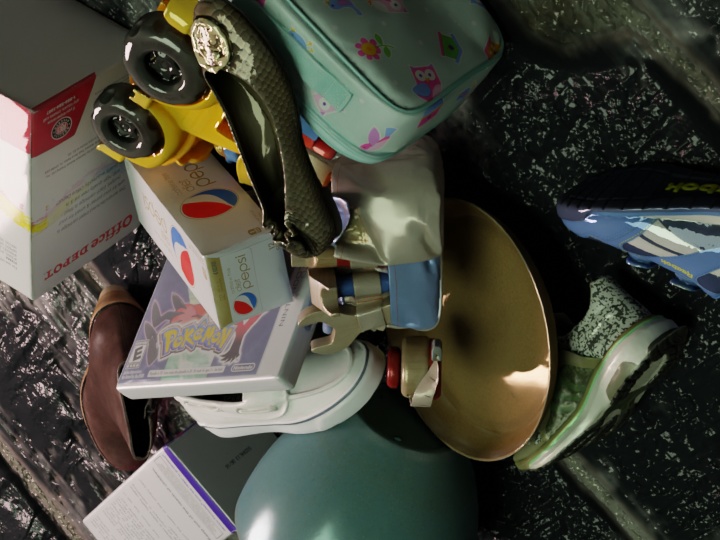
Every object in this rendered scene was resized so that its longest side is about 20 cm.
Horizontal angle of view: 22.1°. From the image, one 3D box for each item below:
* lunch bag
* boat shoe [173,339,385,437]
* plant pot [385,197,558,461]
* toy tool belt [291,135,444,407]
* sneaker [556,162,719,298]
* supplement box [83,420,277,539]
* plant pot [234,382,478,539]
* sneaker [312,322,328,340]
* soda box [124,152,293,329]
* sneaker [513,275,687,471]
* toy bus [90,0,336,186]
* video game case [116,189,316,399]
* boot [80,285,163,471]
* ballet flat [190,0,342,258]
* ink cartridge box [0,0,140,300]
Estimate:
[{"bbox_3d":[-0.013,-0.176,1.265,0.200,0.160,0.077,45,138,5],"label":"lunch bag"},{"bbox_3d":[-0.070,0.089,1.450,0.199,0.074,0.065,-19,138,37],"label":"boat shoe"},{"bbox_3d":[0.086,0.043,1.389,0.200,0.027,0.202,22,117,51],"label":"plant pot"},{"bbox_3d":[0.000,0.000,1.356,0.122,0.125,0.201,0,111,2],"label":"toy tool belt"},{"bbox_3d":[0.220,-0.021,1.235,0.199,0.074,0.083,10,126,38],"label":"sneaker"},{"bbox_3d":[-0.157,0.209,1.705,0.103,0.101,0.200,49,138,2],"label":"supplement box"},{"bbox_3d":[0.014,0.170,1.477,0.199,0.200,0.135,33,118,20],"label":"plant pot"},{"bbox_3d":[-0.058,0.035,1.492,0.200,0.089,0.068,-47,51,49],"label":"sneaker"},{"bbox_3d":[-0.122,-0.036,1.441,0.200,0.063,0.068,46,152,53],"label":"soda box"},{"bbox_3d":[0.163,0.074,1.367,0.089,0.077,0.200,56,137,21],"label":"sneaker"},{"bbox_3d":[-0.084,-0.133,1.398,0.191,0.136,0.200,34,140,-5],"label":"toy bus"},{"bbox_3d":[-0.097,0.014,1.466,0.199,0.183,0.023,-7,145,45],"label":"video game case"},{"bbox_3d":[-0.213,0.128,1.660,0.167,0.072,0.201,-115,21,-61],"label":"boot"},{"bbox_3d":[-0.068,-0.091,1.236,0.067,0.046,0.201,20,140,49],"label":"ballet flat"},{"bbox_3d":[-0.278,-0.111,1.553,0.144,0.145,0.201,29,133,23],"label":"ink cartridge box"}]
